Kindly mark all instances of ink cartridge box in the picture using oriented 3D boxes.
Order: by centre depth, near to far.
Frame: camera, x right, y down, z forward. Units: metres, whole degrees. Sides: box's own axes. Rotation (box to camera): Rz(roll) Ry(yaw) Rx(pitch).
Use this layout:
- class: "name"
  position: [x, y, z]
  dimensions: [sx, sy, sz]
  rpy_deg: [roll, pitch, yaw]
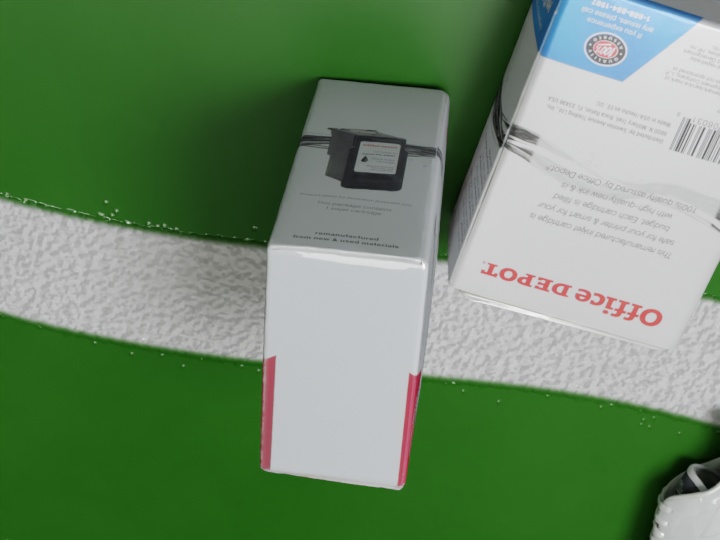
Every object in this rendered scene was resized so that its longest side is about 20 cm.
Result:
- class: "ink cartridge box"
  position: [0.000, 0.000, 0.851]
  dimensions: [0.083, 0.200, 0.146]
  rpy_deg: [6, 122, 3]
- class: "ink cartridge box"
  position: [0.147, -0.070, 0.868]
  dimensions: [0.145, 0.084, 0.201]
  rpy_deg: [16, 121, -8]

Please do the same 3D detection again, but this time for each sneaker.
- class: "sneaker"
  position: [0.227, 0.186, 1.037]
  dimensions: [0.080, 0.076, 0.200]
  rpy_deg: [32, 113, -3]
